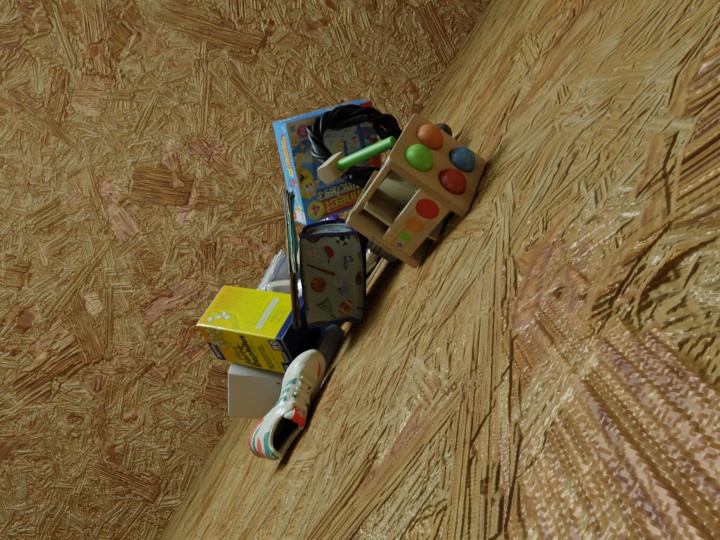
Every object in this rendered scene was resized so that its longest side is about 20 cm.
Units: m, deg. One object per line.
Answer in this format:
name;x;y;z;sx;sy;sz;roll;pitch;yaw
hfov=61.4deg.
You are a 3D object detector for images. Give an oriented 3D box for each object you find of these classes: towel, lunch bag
towel;-0.116;-0.021;1.054;0.147;0.021;0.201;92;171;-47
towel;-0.166;0.064;1.424;0.024;0.200;0.148;10;64;36
lunch bag;-0.048;-0.003;1.115;0.200;0.122;0.172;-111;19;-80

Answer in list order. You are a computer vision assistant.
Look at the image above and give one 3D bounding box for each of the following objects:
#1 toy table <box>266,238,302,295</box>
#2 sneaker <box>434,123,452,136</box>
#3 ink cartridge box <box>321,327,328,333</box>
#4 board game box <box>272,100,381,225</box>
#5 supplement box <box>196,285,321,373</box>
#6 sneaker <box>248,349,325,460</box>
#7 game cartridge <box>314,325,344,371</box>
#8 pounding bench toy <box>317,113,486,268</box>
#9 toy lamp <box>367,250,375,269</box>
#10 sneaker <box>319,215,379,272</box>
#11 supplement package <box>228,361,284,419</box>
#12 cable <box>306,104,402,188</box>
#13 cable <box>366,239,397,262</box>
toy table;-0.110;0.027;1.371;0.199;0.116;0.186;-4;-77;-54
sneaker;0.160;-0.291;1.393;0.098;0.070;0.200;-63;6;-24
ink cartridge box;-0.104;0.155;1.397;0.095;0.044;0.200;-59;6;1
board game box;-0.055;-0.215;1.195;0.199;0.198;0.056;-23;25;-28
supplement box;-0.194;0.114;1.177;0.110;0.198;0.109;-61;-35;-38
sneaker;-0.104;0.224;1.003;0.093;0.070;0.201;-8;45;59
game cartridge;-0.099;0.201;1.163;0.133;0.041;0.201;-43;15;54
pounding bench toy;0.051;-0.137;0.855;0.156;0.199;0.125;-52;7;47
toy lamp;0.000;0.000;1.277;0.201;0.058;0.058;-60;6;-15
sneaker;-0.021;-0.082;1.381;0.083;0.201;0.081;-42;-23;10
supplement package;-0.204;0.204;1.296;0.201;0.118;0.122;-86;3;-59
cable;-0.003;-0.236;1.115;0.051;0.198;0.165;132;157;-68
cable;0.084;-0.109;1.090;0.201;0.069;0.200;-60;5;-11
